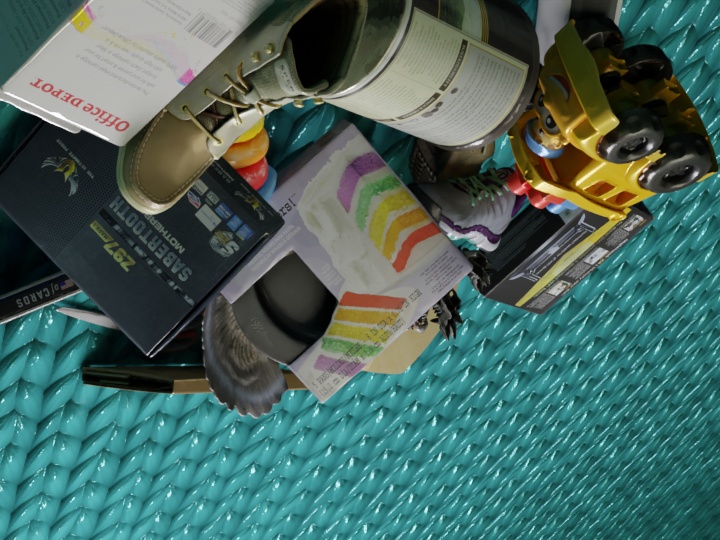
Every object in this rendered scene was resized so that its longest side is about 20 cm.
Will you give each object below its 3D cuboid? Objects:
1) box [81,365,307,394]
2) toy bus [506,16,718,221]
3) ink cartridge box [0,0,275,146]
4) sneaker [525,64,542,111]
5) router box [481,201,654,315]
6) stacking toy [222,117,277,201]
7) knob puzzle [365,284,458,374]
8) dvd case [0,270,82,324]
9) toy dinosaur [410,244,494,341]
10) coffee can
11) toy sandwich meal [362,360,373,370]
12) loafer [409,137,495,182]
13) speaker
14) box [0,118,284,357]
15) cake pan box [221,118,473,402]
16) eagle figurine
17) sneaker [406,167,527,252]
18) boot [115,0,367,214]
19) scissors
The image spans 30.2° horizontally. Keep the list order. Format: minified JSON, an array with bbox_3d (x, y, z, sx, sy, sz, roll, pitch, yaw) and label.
[{"bbox_3d":[-0.170,0.116,1.433,0.163,0.021,0.200,0,178,45],"label":"box"},{"bbox_3d":[0.209,-0.124,1.265,0.192,0.136,0.200,-33,148,31],"label":"toy bus"},{"bbox_3d":[-0.181,-0.195,0.940,0.200,0.125,0.128,-40,149,15],"label":"ink cartridge box"},{"bbox_3d":[0.202,-0.159,1.411,0.200,0.076,0.091,11,138,-47],"label":"sneaker"},{"bbox_3d":[0.249,-0.035,1.659,0.200,0.052,0.157,-43,149,19],"label":"router box"},{"bbox_3d":[-0.121,-0.148,1.115,0.116,0.110,0.200,13,123,4],"label":"stacking toy"},{"bbox_3d":[0.023,0.029,1.514,0.219,0.030,0.220,-11,117,-23],"label":"knob puzzle"},{"bbox_3d":[-0.278,0.017,1.204,0.200,0.025,0.150,-22,-176,-15],"label":"dvd case"},{"bbox_3d":[0.054,0.006,1.412,0.102,0.135,0.200,-64,154,-11],"label":"toy dinosaur"},{"bbox_3d":[0.039,-0.192,1.126,0.146,0.147,0.200,-45,148,23],"label":"coffee can"},{"bbox_3d":[0.000,0.000,1.350,0.070,0.206,0.205,-12,146,-17],"label":"toy sandwich meal"},{"bbox_3d":[0.104,-0.146,1.342,0.068,0.076,0.200,-18,158,-24],"label":"loafer"},{"bbox_3d":[0.205,-0.270,1.232,0.081,0.081,0.200,-24,151,-12],"label":"speaker"},{"bbox_3d":[-0.185,-0.053,1.091,0.158,0.200,0.051,-43,-179,22],"label":"box"},{"bbox_3d":[-0.028,-0.006,1.220,0.200,0.184,0.052,-40,-165,-1],"label":"cake pan box"},{"bbox_3d":[-0.106,0.026,1.324,0.152,0.151,0.200,-18,143,-43],"label":"eagle figurine"},{"bbox_3d":[0.109,-0.079,1.336,0.088,0.074,0.200,-50,159,11],"label":"sneaker"},{"bbox_3d":[-0.088,-0.127,0.977,0.072,0.155,0.200,44,70,-28],"label":"boot"},{"bbox_3d":[-0.243,0.062,1.393,0.200,0.014,0.073,1,140,-46],"label":"scissors"}]
